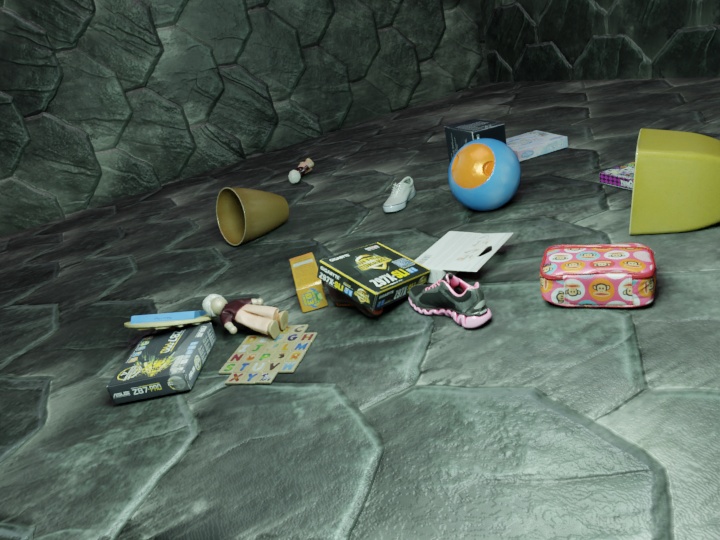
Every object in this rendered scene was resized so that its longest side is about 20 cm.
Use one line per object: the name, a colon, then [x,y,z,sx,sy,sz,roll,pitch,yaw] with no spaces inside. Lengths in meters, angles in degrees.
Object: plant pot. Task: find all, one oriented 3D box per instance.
plant pot: [-0.342,-0.191,1.802,0.200,0.187,0.186,-15,20,-39]
plant pot: [0.715,-0.197,1.205,0.200,0.195,0.196,6,30,28]

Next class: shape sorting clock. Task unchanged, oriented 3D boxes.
shape sorting clock: [-0.431,0.116,1.247,0.200,0.039,0.200,-4,-4,0]

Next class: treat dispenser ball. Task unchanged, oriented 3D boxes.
treat dispenser ball: [0.348,-0.269,1.536,0.201,0.201,0.201,-12,24,5]

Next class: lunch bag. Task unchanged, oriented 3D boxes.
lunch bag: [0.452,0.001,1.043,0.200,0.082,0.176,0,23,25]

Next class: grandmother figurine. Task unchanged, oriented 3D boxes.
grandmother figurine: [-0.257,0.092,1.193,0.200,0.061,0.121,12,23,22]
grandmother figurine: [-0.264,-0.437,2.411,0.121,0.061,0.200,-33,16,29]

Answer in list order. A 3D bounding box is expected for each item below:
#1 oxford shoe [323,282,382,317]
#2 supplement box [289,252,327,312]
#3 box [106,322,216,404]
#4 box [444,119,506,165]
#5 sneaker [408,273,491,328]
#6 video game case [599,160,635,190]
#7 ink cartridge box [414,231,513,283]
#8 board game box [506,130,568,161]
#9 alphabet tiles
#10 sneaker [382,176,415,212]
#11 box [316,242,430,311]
oxford shoe: [-0.019,0.056,1.209,0.071,0.073,0.200,16,19,-37]
supplement box: [-0.127,0.025,1.315,0.069,0.067,0.200,-17,23,-7]
box: [-0.402,0.187,1.128,0.161,0.049,0.200,-9,22,5]
box: [0.373,-0.371,1.751,0.117,0.197,0.200,-18,24,-12]
sneaker: [0.169,0.043,1.079,0.079,0.096,0.200,-32,28,-32]
video game case: [0.791,-0.260,1.479,0.181,0.036,0.200,-19,24,-14]
ink cartridge box: [0.236,-0.031,1.265,0.176,0.045,0.200,6,31,39]
board game box: [0.616,-0.460,2.007,0.200,0.043,0.199,-18,23,-9]
alphabet tiles: [-0.185,0.166,1.107,0.166,0.006,0.200,-5,25,20]
sneaker: [0.121,-0.249,1.776,0.073,0.071,0.200,-2,26,26]
box: [0.032,0.007,1.179,0.160,0.049,0.200,31,31,30]
